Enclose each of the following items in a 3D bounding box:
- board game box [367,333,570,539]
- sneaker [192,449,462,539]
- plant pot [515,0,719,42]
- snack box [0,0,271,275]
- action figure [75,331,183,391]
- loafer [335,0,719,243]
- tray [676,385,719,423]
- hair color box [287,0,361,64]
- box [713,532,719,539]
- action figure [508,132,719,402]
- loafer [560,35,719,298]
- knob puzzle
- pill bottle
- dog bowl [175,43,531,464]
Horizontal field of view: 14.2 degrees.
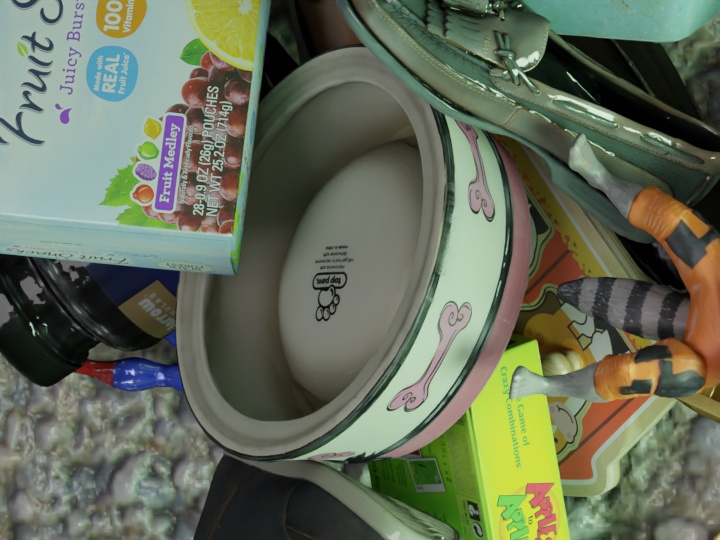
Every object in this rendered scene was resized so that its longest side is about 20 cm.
[{"bbox_3d":[0.055,0.127,1.418,0.101,0.047,0.201,14,119,55],"label":"board game box"},{"bbox_3d":[-0.024,0.150,1.394,0.200,0.074,0.107,13,77,64],"label":"sneaker"},{"bbox_3d":[0.114,-0.217,1.328,0.195,0.196,0.201,6,116,32],"label":"plant pot"},{"bbox_3d":[-0.129,-0.107,1.377,0.167,0.068,0.201,6,71,2],"label":"snack box"},{"bbox_3d":[-0.073,0.049,1.551,0.199,0.052,0.066,14,108,26],"label":"action figure"},{"bbox_3d":[0.081,-0.092,1.304,0.199,0.072,0.063,35,129,-20],"label":"loafer"},{"bbox_3d":[0.231,-0.011,1.318,0.098,0.037,0.201,24,85,31],"label":"tray"},{"bbox_3d":[-0.001,-0.190,1.423,0.101,0.061,0.201,17,123,59],"label":"hair color box"},{"bbox_3d":[0.189,0.203,1.405,0.119,0.041,0.200,48,120,19],"label":"box"},{"bbox_3d":[0.180,-0.003,1.269,0.192,0.105,0.201,14,72,12],"label":"action figure"},{"bbox_3d":[0.126,-0.064,1.398,0.200,0.071,0.073,50,117,18],"label":"loafer"},{"bbox_3d":[0.062,0.030,1.433,0.219,0.030,0.221,25,126,40],"label":"knob puzzle"},{"bbox_3d":[-0.106,-0.029,1.496,0.199,0.112,0.112,-35,76,11],"label":"pill bottle"},{"bbox_3d":[0.000,0.000,1.360,0.200,0.073,0.202,-26,54,43],"label":"dog bowl"}]
